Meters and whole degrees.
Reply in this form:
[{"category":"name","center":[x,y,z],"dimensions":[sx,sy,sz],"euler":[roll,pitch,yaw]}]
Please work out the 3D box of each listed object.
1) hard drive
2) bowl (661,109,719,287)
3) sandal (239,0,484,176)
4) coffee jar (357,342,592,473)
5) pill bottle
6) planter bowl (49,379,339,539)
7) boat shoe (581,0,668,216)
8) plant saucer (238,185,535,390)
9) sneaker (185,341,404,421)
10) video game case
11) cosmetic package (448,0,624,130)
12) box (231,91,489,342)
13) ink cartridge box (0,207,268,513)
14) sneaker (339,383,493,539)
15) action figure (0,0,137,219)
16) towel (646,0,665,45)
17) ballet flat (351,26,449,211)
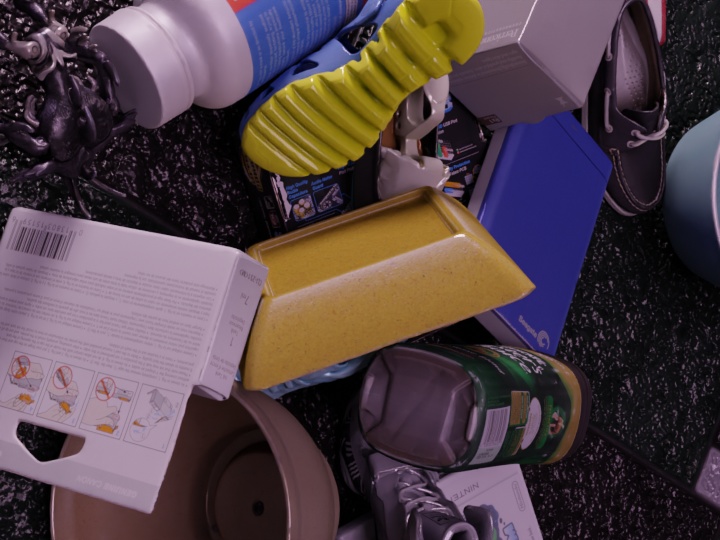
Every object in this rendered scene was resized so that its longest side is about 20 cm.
[{"category":"hard drive","center":[0.137,-0.040,1.398],"dimensions":[0.132,0.025,0.201],"euler":[44,55,-37]},{"category":"bowl","center":[0.340,-0.061,1.529],"dimensions":[0.200,0.105,0.202],"euler":[0,89,-35]},{"category":"sandal","center":[-0.002,-0.142,1.252],"dimensions":[0.199,0.087,0.080],"euler":[-33,121,10]},{"category":"coffee jar","center":[0.090,0.099,1.288],"dimensions":[0.200,0.104,0.086],"euler":[6,97,-58]},{"category":"pill bottle","center":[-0.091,-0.185,1.248],"dimensions":[0.200,0.112,0.113],"euler":[-38,109,-28]},{"category":"planter bowl","center":[-0.097,0.167,1.215],"dimensions":[0.135,0.199,0.202],"euler":[5,87,-60]},{"category":"boat shoe","center":[0.229,-0.140,1.477],"dimensions":[0.074,0.060,0.201],"euler":[-19,108,-30]},{"category":"plant saucer","center":[0.000,0.000,1.194],"dimensions":[0.199,0.200,0.049],"euler":[-20,107,-3]},{"category":"sneaker","center":[-0.048,0.054,1.259],"dimensions":[0.199,0.082,0.074],"euler":[-27,100,-1]},{"category":"video game case","center":[0.080,0.265,1.410],"dimensions":[0.181,0.024,0.201],"euler":[-24,102,-31]},{"category":"cosmetic package","center":[0.144,-0.216,1.361],"dimensions":[0.090,0.107,0.201],"euler":[42,57,-27]},{"category":"box","center":[0.018,-0.044,1.357],"dimensions":[0.199,0.050,0.200],"euler":[-23,101,-30]},{"category":"ink cartridge box","center":[-0.173,0.058,1.147],"dimensions":[0.044,0.199,0.175],"euler":[32,72,-56]},{"category":"sneaker","center":[0.045,0.170,1.314],"dimensions":[0.075,0.115,0.201],"euler":[-1,74,-27]},{"category":"action figure","center":[-0.222,-0.135,1.173],"dimensions":[0.119,0.102,0.201],"euler":[-32,116,-35]},{"category":"towel","center":[0.185,-0.269,1.480],"dimensions":[0.199,0.023,0.145],"euler":[1,90,-33]},{"category":"ballet flat","center":[0.033,-0.097,1.299],"dimensions":[0.068,0.068,0.201],"euler":[3,89,-32]}]
